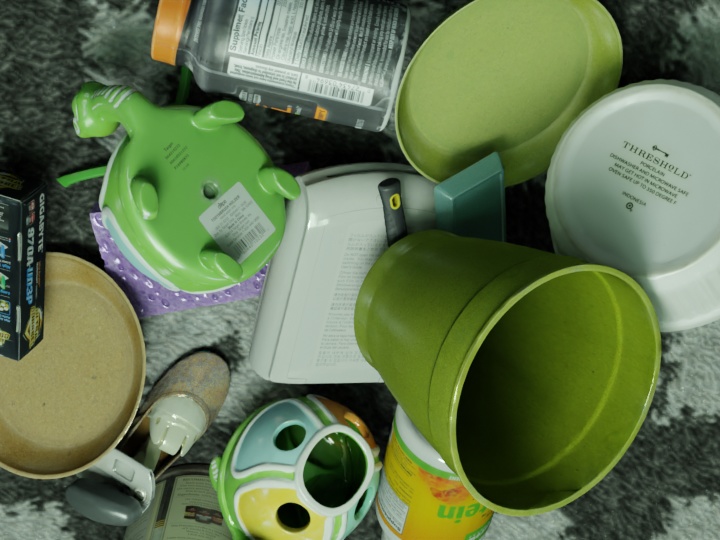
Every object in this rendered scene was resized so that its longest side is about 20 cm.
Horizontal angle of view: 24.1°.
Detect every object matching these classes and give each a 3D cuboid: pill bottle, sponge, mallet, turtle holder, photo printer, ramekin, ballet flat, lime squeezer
[{"bbox_3d":[0.073,0.192,1.537,0.110,0.112,0.201,9,136,-2],"label":"pill bottle"},{"bbox_3d":[-0.130,-0.024,1.491,0.199,0.030,0.112,-10,118,9],"label":"sponge"},{"bbox_3d":[0.046,0.009,1.410,0.066,0.041,0.201,-18,124,-24],"label":"mallet"},{"bbox_3d":[-0.066,-0.183,1.358,0.199,0.106,0.107,13,119,-3],"label":"pill bottle"},{"bbox_3d":[-0.063,0.191,1.505,0.185,0.132,0.142,-26,93,-27],"label":"turtle holder"},{"bbox_3d":[0.000,0.000,1.449,0.165,0.070,0.201,0,122,-25],"label":"photo printer"},{"bbox_3d":[0.238,-0.058,1.341,0.201,0.203,0.094,-25,158,16],"label":"ramekin"},{"bbox_3d":[-0.187,0.161,1.574,0.068,0.067,0.200,31,116,-18],"label":"ballet flat"},{"bbox_3d":[-0.156,-0.061,1.360,0.185,0.142,0.132,24,159,-24],"label":"turtle holder"},{"bbox_3d":[-0.176,-0.125,1.443,0.071,0.038,0.200,48,116,13],"label":"lime squeezer"}]

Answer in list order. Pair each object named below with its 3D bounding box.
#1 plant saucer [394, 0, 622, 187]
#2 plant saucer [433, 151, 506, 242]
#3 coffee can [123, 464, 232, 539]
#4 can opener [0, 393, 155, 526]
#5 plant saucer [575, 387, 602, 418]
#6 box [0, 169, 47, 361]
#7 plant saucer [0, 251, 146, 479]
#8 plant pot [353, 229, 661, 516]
[{"bbox_3d":[0.116,-0.153,1.372,0.199,0.031,0.201,-14,134,-14],"label":"plant saucer"},{"bbox_3d":[0.099,-0.007,1.447,0.070,0.019,0.201,-30,139,-24],"label":"plant saucer"},{"bbox_3d":[-0.161,0.298,1.572,0.145,0.200,0.147,2,119,3],"label":"coffee can"},{"bbox_3d":[-0.277,0.167,1.544,0.199,0.067,0.054,28,119,15],"label":"can opener"},{"bbox_3d":[0.196,0.102,1.453,0.035,0.200,0.201,34,117,11],"label":"plant saucer"},{"bbox_3d":[-0.370,-0.024,1.465,0.199,0.046,0.160,15,120,14],"label":"box"},{"bbox_3d":[-0.274,0.085,1.512,0.199,0.035,0.202,-1,86,20],"label":"plant saucer"},{"bbox_3d":[0.097,0.057,1.323,0.199,0.193,0.202,-14,118,-29],"label":"plant pot"}]
